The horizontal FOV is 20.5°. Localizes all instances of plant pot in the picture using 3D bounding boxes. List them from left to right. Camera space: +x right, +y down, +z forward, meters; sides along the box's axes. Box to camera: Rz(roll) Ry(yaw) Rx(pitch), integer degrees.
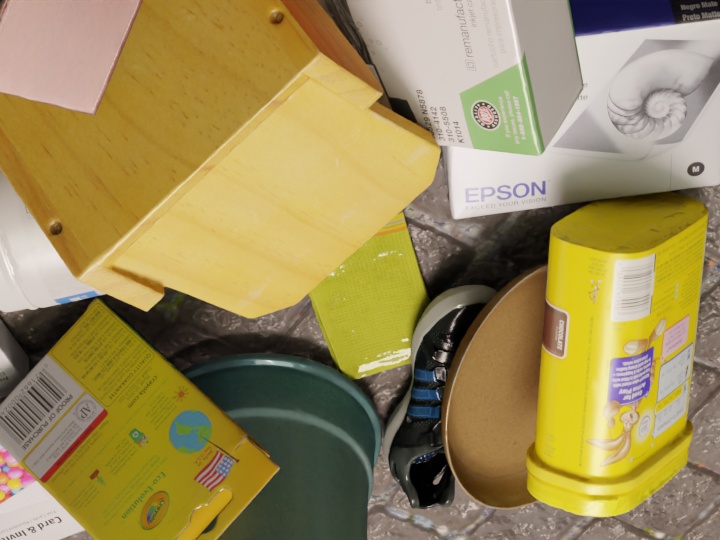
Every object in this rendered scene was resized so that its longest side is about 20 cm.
[{"bbox_3d":[-0.077,0.199,1.476,0.200,0.196,0.200,-2,133,-2],"label":"plant pot"},{"bbox_3d":[0.129,0.080,1.470,0.200,0.027,0.200,-20,122,-35],"label":"plant pot"}]

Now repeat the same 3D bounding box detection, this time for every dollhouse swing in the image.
[{"bbox_3d":[-0.084,-0.090,1.211,0.200,0.182,0.176,-42,162,18],"label":"dollhouse swing"}]

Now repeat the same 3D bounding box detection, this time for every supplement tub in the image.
[{"bbox_3d":[-0.154,-0.054,1.318,0.200,0.132,0.132,-13,129,3],"label":"supplement tub"}]

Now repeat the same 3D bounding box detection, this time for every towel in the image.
[{"bbox_3d":[0.000,0.000,1.453,0.086,0.018,0.200,-14,129,5],"label":"towel"}]

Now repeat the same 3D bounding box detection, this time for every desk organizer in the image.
[{"bbox_3d":[-0.155,-0.191,1.107,0.077,0.072,0.200,13,120,-27],"label":"desk organizer"}]

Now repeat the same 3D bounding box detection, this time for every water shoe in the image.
[{"bbox_3d":[0.073,0.098,1.492,0.071,0.079,0.200,-3,135,-20],"label":"water shoe"}]

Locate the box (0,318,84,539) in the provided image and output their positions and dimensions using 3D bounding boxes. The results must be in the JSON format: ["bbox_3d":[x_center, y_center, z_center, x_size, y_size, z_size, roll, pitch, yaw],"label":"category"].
[{"bbox_3d":[-0.294,0.138,1.509,0.156,0.041,0.200,-21,129,9],"label":"box"}]

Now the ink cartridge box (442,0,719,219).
[{"bbox_3d":[0.151,-0.133,1.352,0.199,0.041,0.200,-8,129,-1],"label":"ink cartridge box"}]

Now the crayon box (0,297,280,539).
[{"bbox_3d":[-0.156,0.129,1.400,0.127,0.200,0.051,-47,152,-4],"label":"crayon box"}]

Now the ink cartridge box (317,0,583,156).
[{"bbox_3d":[0.024,-0.158,1.231,0.200,0.084,0.146,7,134,27],"label":"ink cartridge box"}]

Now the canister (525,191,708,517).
[{"bbox_3d":[0.185,0.054,1.417,0.087,0.149,0.200,16,115,31],"label":"canister"}]
